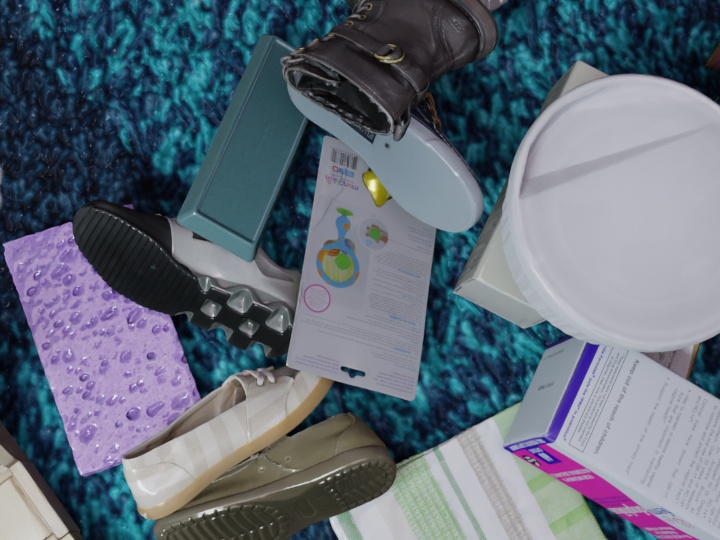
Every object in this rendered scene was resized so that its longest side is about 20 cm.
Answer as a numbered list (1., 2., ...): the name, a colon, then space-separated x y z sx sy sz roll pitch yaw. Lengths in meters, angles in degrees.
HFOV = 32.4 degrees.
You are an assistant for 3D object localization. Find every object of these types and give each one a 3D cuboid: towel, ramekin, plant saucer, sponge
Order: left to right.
1. sponge: -0.207 0.056 1.011 0.111 0.030 0.201 -19 83 -8
2. plant saucer: -0.081 -0.106 1.009 0.070 0.019 0.201 30 59 -17
3. towel: 0.088 0.212 1.019 0.199 0.031 0.150 -26 87 -10
4. ramekin: 0.196 -0.035 0.917 0.201 0.094 0.203 2 78 -8

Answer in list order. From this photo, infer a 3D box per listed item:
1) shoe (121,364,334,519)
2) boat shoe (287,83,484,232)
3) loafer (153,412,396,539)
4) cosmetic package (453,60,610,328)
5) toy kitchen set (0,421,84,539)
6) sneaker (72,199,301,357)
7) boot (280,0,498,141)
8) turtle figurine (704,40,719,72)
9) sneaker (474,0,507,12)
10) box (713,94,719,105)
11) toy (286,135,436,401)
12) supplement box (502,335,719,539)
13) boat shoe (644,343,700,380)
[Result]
1. shoe: -0.099 0.115 0.970 0.200 0.070 0.054 -36 106 -27
2. boat shoe: 0.040 -0.120 1.009 0.200 0.071 0.091 43 47 13
3. loafer: -0.069 0.172 0.988 0.199 0.076 0.068 -18 42 3
4. cosmetic package: 0.156 -0.060 1.021 0.073 0.104 0.201 26 82 -2
5. toy kitchen set: -0.314 0.205 0.904 0.163 0.180 0.200 -37 82 -8
6. sneaker: -0.135 -0.010 0.999 0.200 0.074 0.089 30 44 -17
7. boot: -0.002 -0.192 0.974 0.200 0.069 0.174 35 49 21
8. turtle figurine: 0.382 -0.159 1.060 0.161 0.065 0.200 31 40 14
9. sneaker: 0.051 -0.312 1.030 0.079 0.129 0.200 -39 123 -38
10. box: 0.361 -0.045 1.069 0.200 0.038 0.137 34 81 0
11. toy: 0.000 0.000 1.022 0.115 0.047 0.201 17 71 -22
12. supplement box: 0.232 0.142 0.987 0.200 0.101 0.104 29 72 -5
13. boat shoe: 0.257 0.009 1.015 0.069 0.071 0.201 17 103 9
